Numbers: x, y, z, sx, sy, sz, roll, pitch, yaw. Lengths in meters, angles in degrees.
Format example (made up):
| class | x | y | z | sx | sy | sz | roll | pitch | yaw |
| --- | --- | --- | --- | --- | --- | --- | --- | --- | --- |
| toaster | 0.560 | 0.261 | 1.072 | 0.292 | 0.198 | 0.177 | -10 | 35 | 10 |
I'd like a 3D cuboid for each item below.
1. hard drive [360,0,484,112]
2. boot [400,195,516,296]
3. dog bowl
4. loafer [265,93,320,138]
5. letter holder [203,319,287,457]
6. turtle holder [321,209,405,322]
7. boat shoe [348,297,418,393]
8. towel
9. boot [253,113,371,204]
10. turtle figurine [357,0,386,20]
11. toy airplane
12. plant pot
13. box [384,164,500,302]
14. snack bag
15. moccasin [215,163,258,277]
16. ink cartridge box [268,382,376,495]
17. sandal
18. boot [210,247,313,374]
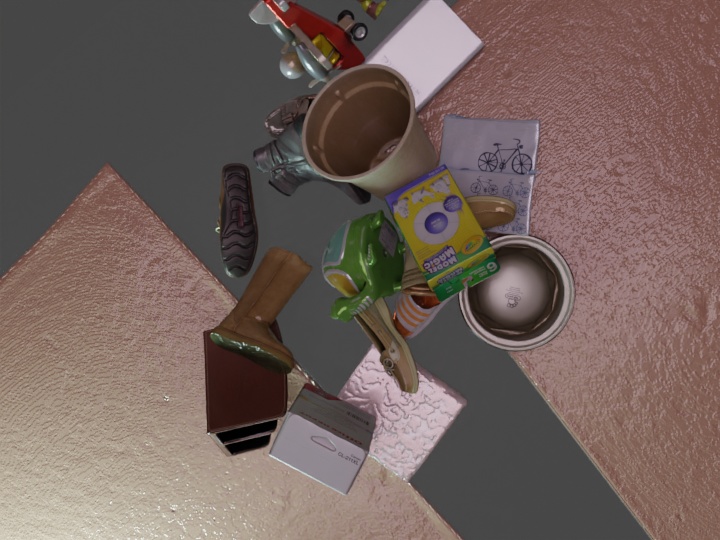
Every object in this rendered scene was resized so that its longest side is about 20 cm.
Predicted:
| class | x | y | z | sx | sy | sz | roll | pitch | yaw |
| --- | --- | --- | --- | --- | --- | --- | --- | --- | --- |
| hard drive | 0.100 | -0.370 | 1.405 | 0.200 | 0.025 | 0.132 | -44 | 89 | 6 |
| boot | 0.159 | -0.037 | 1.311 | 0.199 | 0.073 | 0.156 | -8 | 59 | 22 |
| dog bowl | 0.268 | 0.036 | 1.391 | 0.199 | 0.074 | 0.202 | 0 | 94 | 4 |
| loafer | -0.077 | -0.282 | 1.406 | 0.199 | 0.063 | 0.072 | -13 | 92 | 5 |
| letter holder | -0.185 | 0.195 | 1.376 | 0.141 | 0.101 | 0.201 | -14 | 53 | 4 |
| turtle holder | 0.006 | -0.002 | 1.371 | 0.131 | 0.141 | 0.187 | -14 | 75 | 33 |
| boat shoe | 0.040 | 0.128 | 1.388 | 0.063 | 0.073 | 0.202 | -19 | 70 | -15 |
| towel | 0.061 | 0.251 | 1.442 | 0.199 | 0.032 | 0.192 | 35 | 96 | 3 |
| boot | -0.084 | -0.170 | 1.416 | 0.131 | 0.070 | 0.200 | -36 | 106 | 25 |
| turtle figurine | -0.025 | -0.499 | 1.370 | 0.161 | 0.064 | 0.201 | 33 | 52 | -8 |
| toy airplane | -0.102 | -0.390 | 1.335 | 0.199 | 0.200 | 0.142 | 33 | 113 | 5 |
| plant pot | 0.033 | -0.206 | 1.324 | 0.199 | 0.183 | 0.202 | -10 | 68 | 25 |
| box | 0.129 | -0.058 | 1.265 | 0.117 | 0.048 | 0.201 | -29 | 64 | 5 |
| snack bag | 0.215 | -0.167 | 1.370 | 0.188 | 0.021 | 0.201 | 10 | 94 | 31 |
| moccasin | -0.224 | -0.088 | 1.430 | 0.073 | 0.078 | 0.203 | -8 | 89 | -10 |
| ink cartridge box | -0.060 | 0.276 | 1.338 | 0.145 | 0.200 | 0.083 | 27 | 97 | 2 |
| sandal | 0.109 | 0.036 | 1.375 | 0.207 | 0.059 | 0.079 | -47 | 50 | 27 |
| boot | -0.141 | 0.061 | 1.363 | 0.174 | 0.066 | 0.200 | 21 | 60 | 24 |
